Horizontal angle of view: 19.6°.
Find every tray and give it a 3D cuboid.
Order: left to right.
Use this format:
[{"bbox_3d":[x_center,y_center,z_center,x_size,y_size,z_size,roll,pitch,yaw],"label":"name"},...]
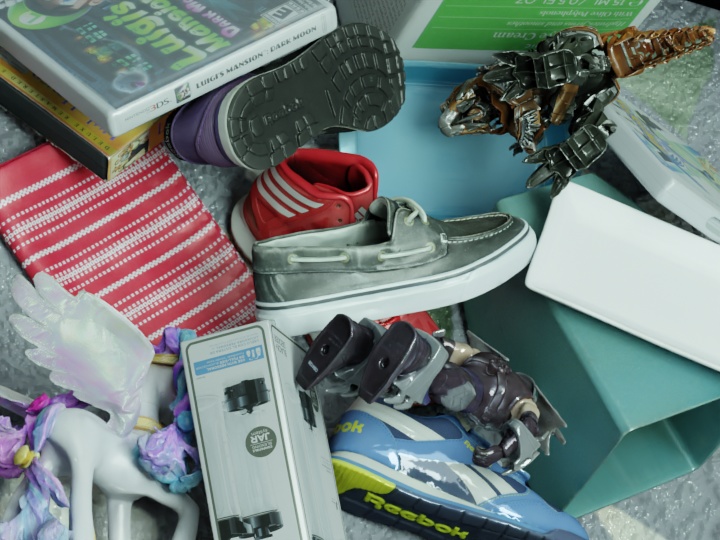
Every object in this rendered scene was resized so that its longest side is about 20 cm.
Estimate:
[{"bbox_3d":[0.210,0.018,1.395,0.199,0.022,0.108,23,49,0],"label":"tray"}]

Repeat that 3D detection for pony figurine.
[{"bbox_3d":[-0.173,0.105,1.287,0.192,0.166,0.202,27,57,-34],"label":"pony figurine"}]

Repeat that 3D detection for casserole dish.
[{"bbox_3d":[0.069,-0.089,1.530,0.198,0.039,0.122,1,83,-24],"label":"casserole dish"}]

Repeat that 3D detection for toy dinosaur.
[{"bbox_3d":[0.141,-0.135,1.439,0.102,0.200,0.136,46,29,-7],"label":"toy dinosaur"}]

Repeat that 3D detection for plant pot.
[{"bbox_3d":[0.164,0.043,1.459,0.140,0.142,0.201,-16,64,-29],"label":"plant pot"}]

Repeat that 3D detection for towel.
[{"bbox_3d":[-0.155,-0.011,1.419,0.144,0.023,0.201,-29,78,-32],"label":"towel"}]

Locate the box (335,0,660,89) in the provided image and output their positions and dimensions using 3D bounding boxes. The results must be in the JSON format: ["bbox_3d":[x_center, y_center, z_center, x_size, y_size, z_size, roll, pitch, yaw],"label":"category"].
[{"bbox_3d":[0.091,-0.252,1.562,0.197,0.171,0.202,-2,66,-23],"label":"box"}]

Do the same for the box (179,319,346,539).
[{"bbox_3d":[-0.053,0.143,1.303,0.060,0.117,0.202,-15,75,10],"label":"box"}]

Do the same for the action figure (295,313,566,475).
[{"bbox_3d":[0.054,0.075,1.350,0.130,0.070,0.199,30,6,42],"label":"action figure"}]

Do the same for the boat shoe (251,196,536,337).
[{"bbox_3d":[0.023,-0.013,1.358,0.198,0.072,0.072,-16,109,-20],"label":"boat shoe"}]

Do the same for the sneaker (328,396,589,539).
[{"bbox_3d":[0.070,0.142,1.403,0.199,0.074,0.083,25,54,-10],"label":"sneaker"}]

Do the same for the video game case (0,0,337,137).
[{"bbox_3d":[-0.145,-0.175,1.416,0.181,0.024,0.200,-29,44,-25],"label":"video game case"}]

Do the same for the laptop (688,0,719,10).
[{"bbox_3d":[0.313,-0.263,1.704,0.176,0.103,0.202,15,59,-16],"label":"laptop"}]

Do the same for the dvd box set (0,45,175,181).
[{"bbox_3d":[-0.161,-0.159,1.468,0.146,0.030,0.200,34,53,19],"label":"dvd box set"}]

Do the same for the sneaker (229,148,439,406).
[{"bbox_3d":[0.000,0.000,1.421,0.200,0.116,0.078,41,55,3],"label":"sneaker"}]

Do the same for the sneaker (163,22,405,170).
[{"bbox_3d":[-0.053,-0.121,1.427,0.199,0.087,0.076,-23,106,-47],"label":"sneaker"}]

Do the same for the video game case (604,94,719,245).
[{"bbox_3d":[0.234,-0.068,1.513,0.182,0.022,0.200,31,16,-35],"label":"video game case"}]
